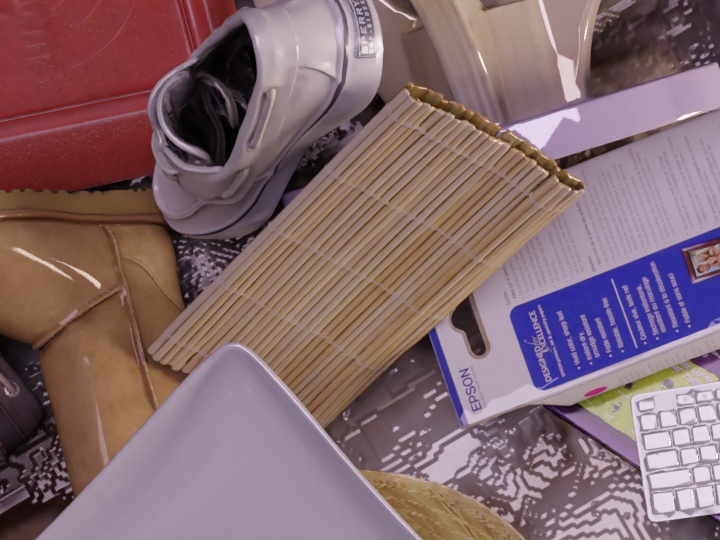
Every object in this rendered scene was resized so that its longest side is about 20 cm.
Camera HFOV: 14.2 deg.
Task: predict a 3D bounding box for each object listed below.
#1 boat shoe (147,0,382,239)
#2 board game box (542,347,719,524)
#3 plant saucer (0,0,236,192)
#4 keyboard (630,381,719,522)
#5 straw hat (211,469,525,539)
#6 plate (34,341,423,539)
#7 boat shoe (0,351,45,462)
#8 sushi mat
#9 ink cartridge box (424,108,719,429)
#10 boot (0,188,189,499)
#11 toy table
[{"bbox_3d":[-0.058,-0.063,1.227,0.065,0.200,0.072,-7,78,-27],"label":"boat shoe"},{"bbox_3d":[0.193,0.064,1.269,0.200,0.032,0.120,34,89,13],"label":"board game box"},{"bbox_3d":[-0.157,-0.134,1.324,0.199,0.037,0.201,-12,77,-14],"label":"plant saucer"},{"bbox_3d":[0.219,0.067,1.247,0.199,0.011,0.057,-9,78,6],"label":"keyboard"},{"bbox_3d":[0.011,0.183,1.247,0.200,0.085,0.202,0,91,13],"label":"straw hat"},{"bbox_3d":[-0.050,0.166,1.200,0.200,0.032,0.200,46,100,7],"label":"plate"},{"bbox_3d":[-0.210,0.006,1.329,0.073,0.075,0.201,-29,82,-11],"label":"boat shoe"},{"bbox_3d":[0.000,0.000,1.228,0.095,0.200,0.012,28,41,-23],"label":"sushi mat"},{"bbox_3d":[0.124,-0.005,1.262,0.199,0.037,0.095,-21,72,5],"label":"ink cartridge box"},{"bbox_3d":[-0.125,0.065,1.263,0.174,0.066,0.201,-7,73,-35],"label":"boot"},{"bbox_3d":[0.049,-0.098,1.255,0.199,0.184,0.118,-16,92,4],"label":"toy table"}]
